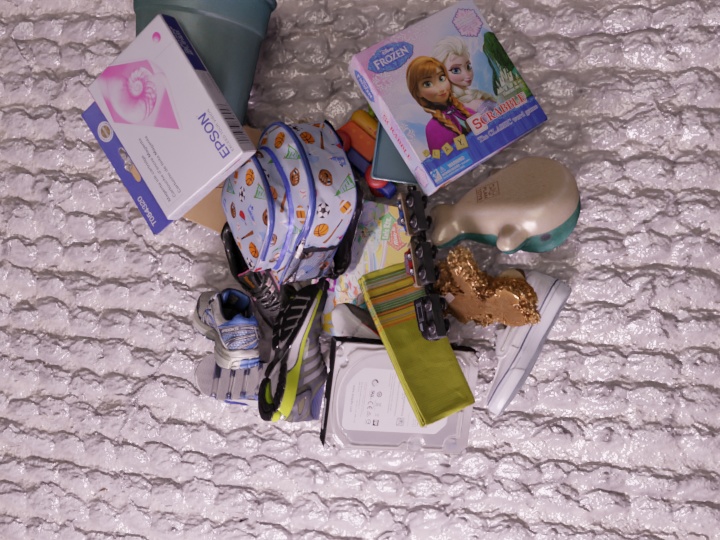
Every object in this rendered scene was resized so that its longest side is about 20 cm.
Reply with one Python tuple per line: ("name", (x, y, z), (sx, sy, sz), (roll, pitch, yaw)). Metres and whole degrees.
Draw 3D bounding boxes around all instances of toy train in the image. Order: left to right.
("toy train", (-0.002, -0.205, 0.945), (0.199, 0.085, 0.116), (41, 90, 7))
("toy train", (0.077, -0.010, 0.852), (0.034, 0.046, 0.204), (1, 72, -30))

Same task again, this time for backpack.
("backpack", (-0.091, -0.099, 0.885), (0.201, 0.152, 0.191), (57, 133, 24))

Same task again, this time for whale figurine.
("whale figurine", (0.192, -0.069, 0.893), (0.197, 0.161, 0.104), (-17, 131, 17))

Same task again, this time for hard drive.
("hard drive", (0.052, 0.163, 0.871), (0.196, 0.038, 0.143), (7, 96, -15))

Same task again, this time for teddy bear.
("teddy bear", (0.145, 0.024, 0.890), (0.146, 0.199, 0.067), (50, 58, -18))

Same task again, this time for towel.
("towel", (0.071, 0.087, 0.846), (0.085, 0.018, 0.203), (-19, 77, -21))

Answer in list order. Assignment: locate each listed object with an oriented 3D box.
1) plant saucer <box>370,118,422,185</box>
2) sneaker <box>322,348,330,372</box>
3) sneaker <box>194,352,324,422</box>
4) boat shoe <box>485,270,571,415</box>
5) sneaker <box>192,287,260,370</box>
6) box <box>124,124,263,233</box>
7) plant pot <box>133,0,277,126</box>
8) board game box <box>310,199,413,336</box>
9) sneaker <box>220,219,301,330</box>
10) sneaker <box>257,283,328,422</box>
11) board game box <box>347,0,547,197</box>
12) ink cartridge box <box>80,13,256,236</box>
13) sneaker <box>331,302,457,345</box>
("plant saucer", (0.059, -0.211, 0.906), (0.069, 0.019, 0.204), (8, 76, -2))
("sneaker", (0.025, 0.170, 0.945), (0.197, 0.099, 0.079), (24, 108, 10))
("sneaker", (-0.156, 0.166, 0.999), (0.196, 0.115, 0.082), (18, 78, -20))
("boat shoe", (0.216, 0.097, 0.926), (0.066, 0.073, 0.202), (29, 90, 23))
("sneaker", (-0.184, 0.061, 0.954), (0.076, 0.200, 0.087), (0, 109, -30))
("box", (-0.250, -0.162, 1.027), (0.197, 0.021, 0.166), (22, 97, 11))
("plant pot", (-0.227, -0.286, 0.924), (0.197, 0.200, 0.200), (11, 96, 11))
("board game box", (0.000, 0.000, 0.976), (0.132, 0.034, 0.204), (12, 96, 12))
("sneaker", (-0.150, 0.013, 0.974), (0.080, 0.086, 0.202), (-29, 99, 14))
("sneaker", (-0.082, 0.118, 0.945), (0.073, 0.080, 0.203), (2, 71, 48))
("board game box", (0.117, -0.233, 0.888), (0.198, 0.041, 0.201), (-32, 87, -18))
("ink cartridge box", (-0.255, -0.174, 0.843), (0.199, 0.043, 0.198), (-34, 88, 22))
("sneaker", (0.051, 0.088, 0.932), (0.198, 0.077, 0.083), (32, 64, -15))
